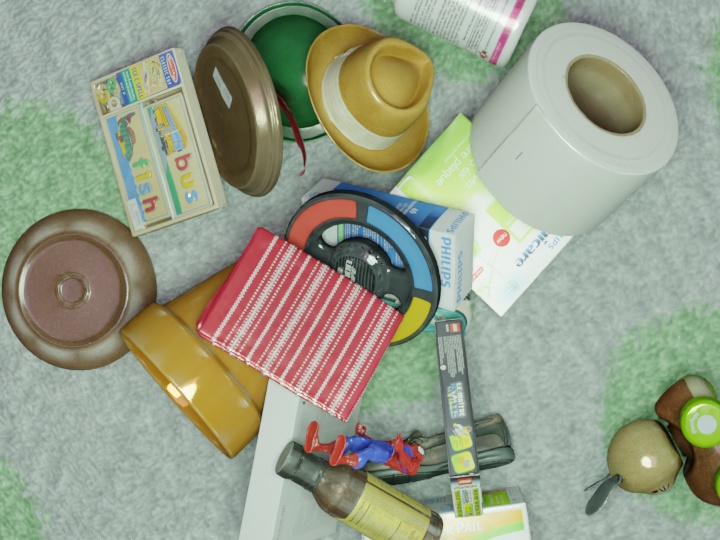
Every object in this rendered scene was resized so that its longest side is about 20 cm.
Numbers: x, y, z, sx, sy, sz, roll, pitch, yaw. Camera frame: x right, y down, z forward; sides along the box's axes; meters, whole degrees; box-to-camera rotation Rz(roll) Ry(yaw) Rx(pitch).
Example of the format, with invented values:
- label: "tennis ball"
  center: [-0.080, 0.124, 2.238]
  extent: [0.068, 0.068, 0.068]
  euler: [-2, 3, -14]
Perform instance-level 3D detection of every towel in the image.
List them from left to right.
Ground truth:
- label: "towel"
  center: [-0.067, 0.059, 1.374]
  extent: [0.198, 0.022, 0.146]
  euler: [31, 73, -2]

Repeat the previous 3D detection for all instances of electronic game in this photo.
- label: "electronic game"
  center: [0.000, 0.000, 1.410]
  extent: [0.198, 0.042, 0.202]
  euler: [16, 127, 22]

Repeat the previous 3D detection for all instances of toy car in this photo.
- label: "toy car"
  center: [0.354, 0.233, 1.455]
  extent: [0.198, 0.164, 0.159]
  euler: [-30, 89, 12]

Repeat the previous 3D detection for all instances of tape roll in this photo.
- label: "tape roll"
  center: [0.243, -0.161, 1.412]
  extent: [0.200, 0.139, 0.205]
  euler: [13, 57, -21]

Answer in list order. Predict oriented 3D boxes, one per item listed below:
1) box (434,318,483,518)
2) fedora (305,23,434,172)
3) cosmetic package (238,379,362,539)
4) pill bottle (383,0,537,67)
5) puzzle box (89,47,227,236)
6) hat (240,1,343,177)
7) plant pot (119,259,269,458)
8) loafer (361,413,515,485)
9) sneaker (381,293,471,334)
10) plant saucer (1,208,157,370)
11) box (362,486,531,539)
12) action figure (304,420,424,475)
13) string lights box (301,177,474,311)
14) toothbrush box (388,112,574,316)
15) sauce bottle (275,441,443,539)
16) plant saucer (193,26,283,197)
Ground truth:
- label: "box"
  center: [0.114, 0.170, 1.434]
  extent: [0.034, 0.111, 0.202]
  euler: [-6, 55, 4]
- label: "fedora"
  center: [0.028, -0.214, 1.442]
  extent: [0.081, 0.200, 0.203]
  euler: [-25, 90, 44]
- label: "cosmetic package"
  center: [-0.067, 0.222, 1.457]
  extent: [0.051, 0.150, 0.203]
  euler: [15, 97, 27]
- label: "pill bottle"
  center: [0.108, -0.335, 1.473]
  extent: [0.198, 0.113, 0.115]
  euler: [26, 91, 2]
- label: "puzzle box"
  center: [-0.247, -0.155, 1.509]
  extent: [0.132, 0.025, 0.203]
  euler: [-17, 90, 24]
- label: "hat"
  center: [-0.075, -0.235, 1.448]
  extent: [0.166, 0.176, 0.200]
  euler: [-44, 89, 3]
- label: "plant pot"
  center: [-0.152, 0.086, 1.460]
  extent: [0.183, 0.200, 0.201]
  euler: [-42, 89, -14]
- label: "loafer"
  center: [0.088, 0.220, 1.511]
  extent: [0.197, 0.072, 0.064]
  euler: [-8, 70, -5]
- label: "sneaker"
  center: [0.036, 0.049, 1.503]
  extent: [0.197, 0.078, 0.081]
  euler: [11, 103, 4]
- label: "plant saucer"
  center: [-0.353, 0.024, 1.533]
  extent: [0.197, 0.037, 0.204]
  euler: [0, 90, 1]
- label: "box"
  center: [0.104, 0.331, 1.482]
  extent: [0.197, 0.112, 0.103]
  euler: [-8, 90, 3]
- label: "action figure"
  center: [0.017, 0.200, 1.390]
  extent: [0.065, 0.199, 0.052]
  euler: [15, 85, 35]
- label: "string lights box"
  center: [0.031, -0.031, 1.440]
  extent: [0.198, 0.059, 0.104]
  euler: [15, 125, 23]
- label: "toothbrush box"
  center: [0.143, -0.067, 1.490]
  extent: [0.200, 0.086, 0.146]
  euler: [44, 93, 0]
- label: "sauce bottle"
  center: [-0.003, 0.255, 1.379]
  extent: [0.199, 0.065, 0.065]
  euler: [33, 91, -11]
- label: "plant saucer"
  center: [-0.149, -0.183, 1.449]
  extent: [0.029, 0.199, 0.203]
  euler: [-15, 90, -27]
